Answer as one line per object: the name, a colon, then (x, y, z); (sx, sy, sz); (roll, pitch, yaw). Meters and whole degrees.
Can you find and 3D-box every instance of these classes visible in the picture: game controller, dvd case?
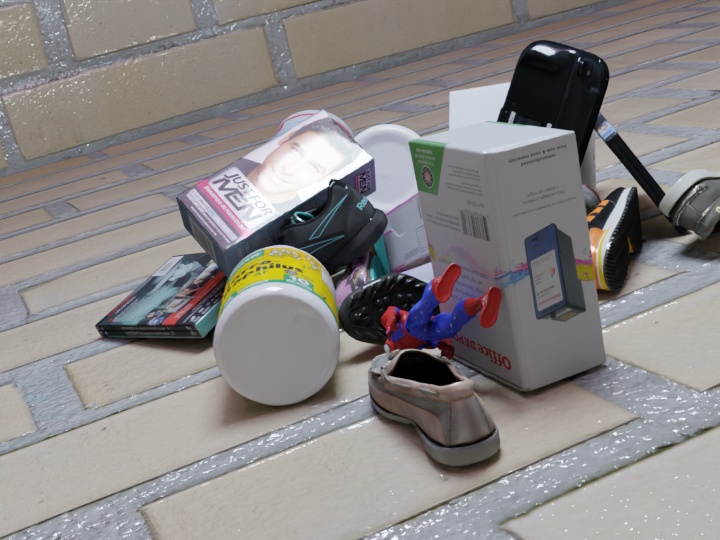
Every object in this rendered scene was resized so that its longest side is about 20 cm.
game controller: (0.195, -0.145, 1.199); (0.104, 0.201, 0.042); (25, 14, 32)
dvd case: (-0.200, 0.026, 1.275); (0.199, 0.022, 0.146); (-2, 34, 44)
dvd case: (0.298, -0.130, 1.249); (0.018, 0.143, 0.200); (-38, 21, 13)

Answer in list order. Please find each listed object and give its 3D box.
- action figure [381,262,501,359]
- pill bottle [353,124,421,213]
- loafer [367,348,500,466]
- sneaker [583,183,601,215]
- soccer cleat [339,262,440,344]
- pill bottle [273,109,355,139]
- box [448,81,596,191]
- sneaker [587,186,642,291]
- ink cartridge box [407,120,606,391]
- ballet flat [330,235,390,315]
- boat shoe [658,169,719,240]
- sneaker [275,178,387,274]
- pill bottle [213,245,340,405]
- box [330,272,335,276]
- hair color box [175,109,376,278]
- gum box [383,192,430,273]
action figure: (0.056, 0.047, 0.944); (0.065, 0.052, 0.200); (25, -18, -8)
pill bottle: (0.046, -0.107, 1.368); (0.115, 0.116, 0.200); (-10, -5, 9)
loafer: (0.053, 0.089, 0.872); (0.072, 0.063, 0.200); (-16, 16, -14)
sneaker: (0.180, -0.055, 1.272); (0.199, 0.078, 0.082); (-5, 42, 19)
soccer cleat: (0.061, 0.026, 1.093); (0.199, 0.069, 0.073); (-19, 5, -26)
pill bottle: (-0.073, -0.100, 1.344); (0.108, 0.109, 0.200); (-7, 37, 19)
box: (0.199, -0.146, 1.333); (0.124, 0.098, 0.200); (-5, -13, 26)
sneaker: (0.234, -0.036, 1.137); (0.090, 0.070, 0.200); (-2, 21, 24)
ink cartridge box: (0.121, -0.017, 0.932); (0.087, 0.201, 0.145); (-15, 15, -19)
ballet flat: (0.000, 0.000, 1.220); (0.071, 0.069, 0.200); (-14, 19, 14)
boat shoe: (0.387, -0.071, 1.154); (0.201, 0.072, 0.060); (-13, 52, -45)
sneaker: (-0.065, -0.015, 1.178); (0.200, 0.079, 0.075); (-42, 17, 10)
pill bottle: (-0.077, 0.041, 1.050); (0.112, 0.113, 0.200); (-13, 16, 1)
box: (-0.092, 0.011, 1.312); (0.199, 0.033, 0.121); (-21, 18, -28)
hair color box: (-0.090, -0.085, 1.219); (0.200, 0.061, 0.099); (-33, 59, -19)
gum box: (0.120, -0.056, 1.132); (0.113, 0.067, 0.200); (-4, -13, -29)
